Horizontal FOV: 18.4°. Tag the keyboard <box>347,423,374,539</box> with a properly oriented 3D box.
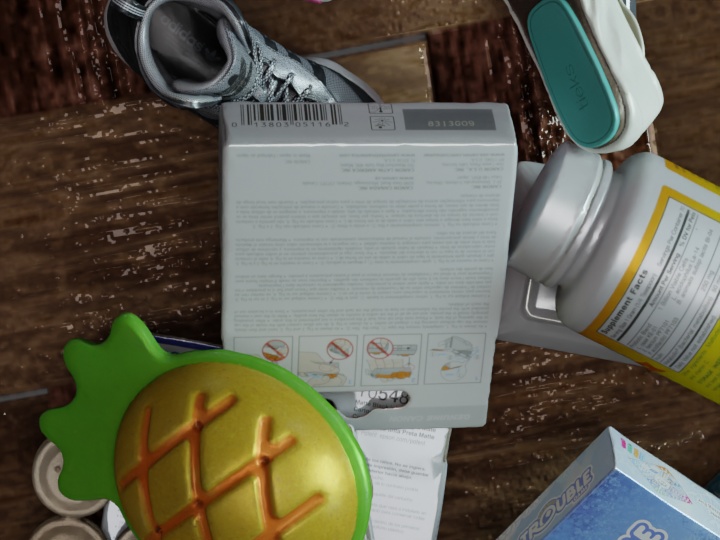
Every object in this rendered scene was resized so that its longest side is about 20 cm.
[{"bbox_3d":[-0.012,0.188,1.266,0.056,0.011,0.202,-7,96,20],"label":"keyboard"}]

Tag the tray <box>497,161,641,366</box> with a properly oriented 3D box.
[{"bbox_3d":[0.179,0.005,1.313,0.198,0.022,0.108,10,96,-3],"label":"tray"}]

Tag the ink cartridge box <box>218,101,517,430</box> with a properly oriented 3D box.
[{"bbox_3d":[0.000,0.000,1.242,0.159,0.047,0.201,-1,127,-6],"label":"ink cartridge box"}]

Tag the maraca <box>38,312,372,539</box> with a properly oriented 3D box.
[{"bbox_3d":[-0.086,0.105,1.220,0.199,0.107,0.138,26,104,15],"label":"maraca"}]

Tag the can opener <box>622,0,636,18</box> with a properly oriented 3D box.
[{"bbox_3d":[0.134,-0.190,1.264,0.053,0.067,0.202,-2,97,-1],"label":"can opener"}]

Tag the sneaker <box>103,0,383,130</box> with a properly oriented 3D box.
[{"bbox_3d":[-0.059,-0.100,1.245,0.199,0.114,0.076,32,95,-5],"label":"sneaker"}]

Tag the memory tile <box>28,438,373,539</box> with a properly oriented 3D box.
[{"bbox_3d":[-0.095,0.169,1.284,0.198,0.017,0.155,4,96,-3],"label":"memory tile"}]

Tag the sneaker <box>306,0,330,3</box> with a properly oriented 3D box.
[{"bbox_3d":[0.022,-0.238,1.248,0.088,0.081,0.201,25,96,-3],"label":"sneaker"}]

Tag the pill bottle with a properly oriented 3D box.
[{"bbox_3d":[0.185,0.006,1.247,0.199,0.109,0.110,27,95,-4],"label":"pill bottle"}]

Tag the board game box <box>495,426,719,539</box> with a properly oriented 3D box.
[{"bbox_3d":[0.156,0.212,1.271,0.198,0.043,0.200,33,118,-17],"label":"board game box"}]

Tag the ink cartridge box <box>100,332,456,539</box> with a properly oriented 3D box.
[{"bbox_3d":[-0.054,0.147,1.312,0.198,0.041,0.202,11,95,-4],"label":"ink cartridge box"}]

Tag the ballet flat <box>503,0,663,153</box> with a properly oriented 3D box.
[{"bbox_3d":[0.112,-0.162,1.226,0.069,0.069,0.201,-23,88,1],"label":"ballet flat"}]

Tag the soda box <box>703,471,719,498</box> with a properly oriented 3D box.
[{"bbox_3d":[0.284,0.102,1.304,0.200,0.068,0.064,-43,99,3],"label":"soda box"}]
